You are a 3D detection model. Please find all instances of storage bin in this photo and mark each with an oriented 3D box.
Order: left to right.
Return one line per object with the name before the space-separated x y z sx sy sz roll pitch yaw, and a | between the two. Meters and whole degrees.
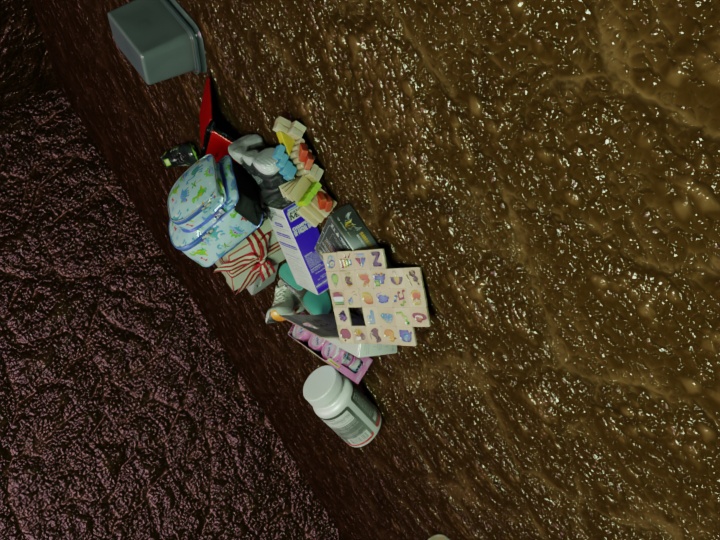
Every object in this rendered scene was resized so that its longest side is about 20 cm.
storage bin | -0.441 -0.492 1.347 0.201 0.133 0.146 51 156 20

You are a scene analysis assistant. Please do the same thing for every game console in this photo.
game console | -0.313 -0.317 1.451 0.170 0.120 0.200 29 161 -12

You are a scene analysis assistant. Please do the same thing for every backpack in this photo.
backpack | -0.315 -0.126 1.301 0.146 0.199 0.185 34 -156 -41

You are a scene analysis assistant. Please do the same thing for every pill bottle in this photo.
pill bottle | -0.044 0.324 1.501 0.113 0.114 0.201 23 156 54

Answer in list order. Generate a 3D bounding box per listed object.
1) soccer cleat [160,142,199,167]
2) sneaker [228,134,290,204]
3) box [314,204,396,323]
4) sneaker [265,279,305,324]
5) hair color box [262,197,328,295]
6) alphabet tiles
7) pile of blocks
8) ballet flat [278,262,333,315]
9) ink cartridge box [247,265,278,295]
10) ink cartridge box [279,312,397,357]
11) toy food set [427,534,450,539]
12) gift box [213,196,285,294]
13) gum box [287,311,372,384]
soccer cleat | -0.514 -0.320 1.782 0.199 0.080 0.069 16 134 59
sneaker | -0.204 -0.204 1.289 0.199 0.075 0.115 36 152 47
box | 0.000 0.000 1.153 0.202 0.048 0.159 55 157 9
sneaker | -0.188 0.069 1.506 0.200 0.074 0.094 -40 -62 -79
hair color box | -0.126 -0.059 1.325 0.109 0.064 0.203 22 139 56
alphabet tiles | 0.027 0.046 1.071 0.197 0.008 0.171 -3 104 37
pile of blocks | -0.105 -0.175 1.111 0.062 0.081 0.203 3 121 63
ballet flat | -0.113 0.051 1.452 0.200 0.071 0.073 42 153 35
ink cartridge box | -0.308 -0.055 1.681 0.202 0.082 0.147 55 157 10
ink cartridge box | -0.049 0.127 1.257 0.199 0.173 0.046 17 105 58
toy food set | 0.255 0.772 1.574 0.199 0.060 0.146 19 135 58
gift box | -0.287 -0.068 1.485 0.187 0.199 0.186 47 161 20
gum box | -0.069 0.177 1.441 0.113 0.067 0.199 40 171 -36
